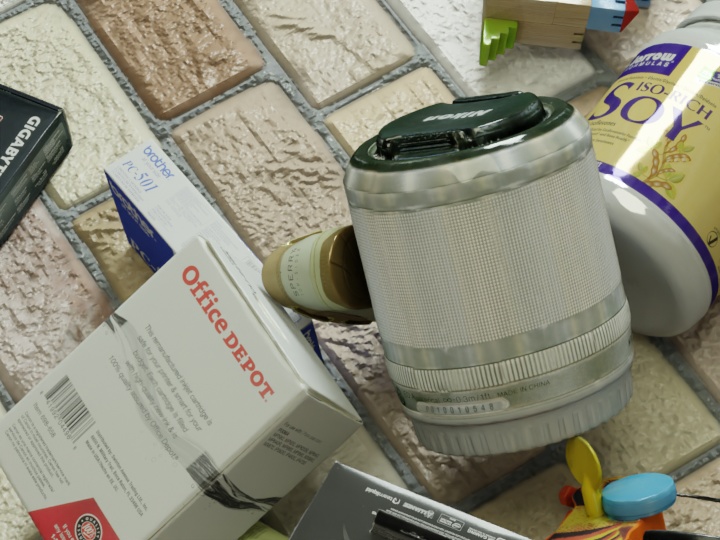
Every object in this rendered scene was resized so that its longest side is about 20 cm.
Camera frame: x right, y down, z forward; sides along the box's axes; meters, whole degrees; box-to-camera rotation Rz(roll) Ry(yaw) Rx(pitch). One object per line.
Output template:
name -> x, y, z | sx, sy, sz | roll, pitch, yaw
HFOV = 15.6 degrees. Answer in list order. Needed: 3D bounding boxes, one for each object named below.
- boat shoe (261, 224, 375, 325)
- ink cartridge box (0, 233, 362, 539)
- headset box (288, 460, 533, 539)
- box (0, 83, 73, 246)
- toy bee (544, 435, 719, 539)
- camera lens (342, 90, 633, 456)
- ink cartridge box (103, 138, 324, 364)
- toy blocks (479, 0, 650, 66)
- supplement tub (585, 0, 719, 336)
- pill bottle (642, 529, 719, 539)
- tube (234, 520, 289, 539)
boat shoe -> 0.000, 0.000, 1.745 | 0.066, 0.200, 0.075 | -4, 83, 25
ink cartridge box -> -0.119, 0.100, 1.669 | 0.200, 0.084, 0.145 | -43, 59, 11
headset box -> 0.041, 0.207, 1.572 | 0.148, 0.201, 0.075 | 20, 60, 21
box -> -0.327, -0.058, 1.902 | 0.158, 0.046, 0.201 | 21, 60, 21
toy bee -> 0.161, 0.169, 1.655 | 0.108, 0.199, 0.132 | -2, 87, 39
camera lens -> 0.082, -0.002, 1.655 | 0.159, 0.201, 0.160 | -13, 14, 3
ink cartridge box -> -0.098, 0.007, 1.797 | 0.044, 0.094, 0.200 | -34, 58, -14
toy blocks -> 0.162, -0.238, 1.945 | 0.136, 0.100, 0.201 | 7, 55, -1
supplement tub -> 0.219, -0.071, 1.777 | 0.145, 0.146, 0.200 | 28, 63, 24
pill bottle -> 0.193, 0.258, 1.530 | 0.111, 0.112, 0.202 | 7, 80, 12
tube -> -0.100, 0.176, 1.710 | 0.199, 0.052, 0.058 | 24, 30, 26
